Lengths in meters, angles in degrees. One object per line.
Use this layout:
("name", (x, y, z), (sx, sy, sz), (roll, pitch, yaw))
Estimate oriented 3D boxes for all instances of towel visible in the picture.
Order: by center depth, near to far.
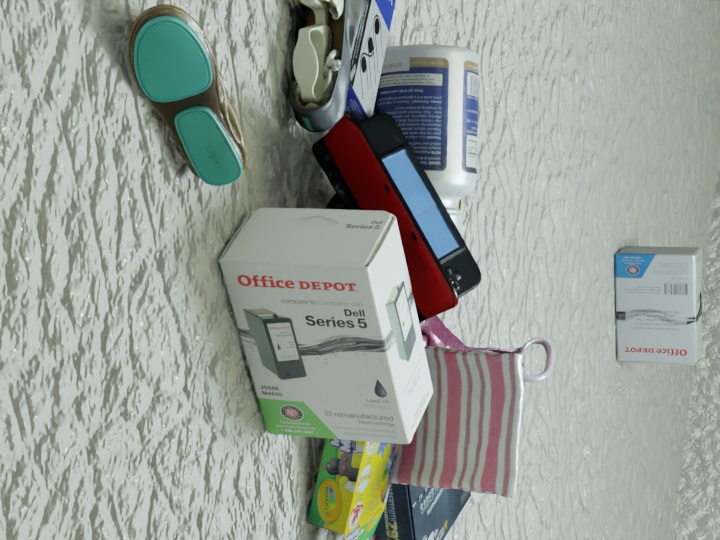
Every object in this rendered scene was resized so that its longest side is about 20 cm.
("towel", (0.077, 0.152, 1.683), (0.030, 0.199, 0.147), (-1, 92, -53))

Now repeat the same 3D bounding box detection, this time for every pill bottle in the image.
("pill bottle", (0.070, -0.137, 1.764), (0.111, 0.110, 0.201), (2, 89, -69))

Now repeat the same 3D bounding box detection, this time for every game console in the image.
("game console", (0.054, -0.063, 1.554), (0.172, 0.119, 0.201), (-29, 90, -47))

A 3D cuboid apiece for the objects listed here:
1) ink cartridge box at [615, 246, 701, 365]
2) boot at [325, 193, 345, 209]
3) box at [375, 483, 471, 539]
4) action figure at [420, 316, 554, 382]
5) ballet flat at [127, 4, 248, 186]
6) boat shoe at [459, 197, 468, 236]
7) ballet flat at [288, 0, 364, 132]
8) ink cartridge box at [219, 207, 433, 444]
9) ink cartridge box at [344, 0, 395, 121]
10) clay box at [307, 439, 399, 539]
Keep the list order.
("ink cartridge box", (0.536, 0.062, 2.946), (0.084, 0.144, 0.201), (-28, 118, -67))
("boot", (0.000, 0.000, 1.659), (0.200, 0.077, 0.139), (-41, 134, -46))
("box", (0.069, 0.232, 1.865), (0.200, 0.051, 0.158), (-46, 132, -60))
("action figure", (0.092, 0.097, 1.784), (0.200, 0.149, 0.134), (42, 34, -21))
("ballet flat", (-0.136, -0.153, 1.303), (0.200, 0.068, 0.073), (64, 13, -50))
("boat shoe", (0.092, -0.053, 1.880), (0.200, 0.070, 0.070), (-63, 146, -51))
("ballet flat", (-0.036, -0.231, 1.543), (0.073, 0.073, 0.201), (18, 77, -68))
("ink cartridge box", (-0.028, 0.050, 1.469), (0.084, 0.145, 0.201), (-61, 145, -48))
("ink cartridge box", (-0.004, -0.257, 1.655), (0.094, 0.044, 0.201), (59, 38, -57))
("clay box", (0.001, 0.179, 1.649), (0.115, 0.047, 0.201), (-12, 118, -68))
